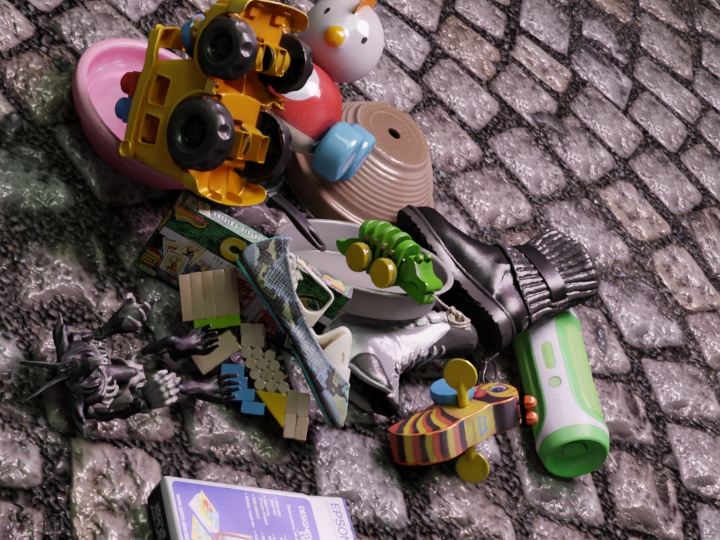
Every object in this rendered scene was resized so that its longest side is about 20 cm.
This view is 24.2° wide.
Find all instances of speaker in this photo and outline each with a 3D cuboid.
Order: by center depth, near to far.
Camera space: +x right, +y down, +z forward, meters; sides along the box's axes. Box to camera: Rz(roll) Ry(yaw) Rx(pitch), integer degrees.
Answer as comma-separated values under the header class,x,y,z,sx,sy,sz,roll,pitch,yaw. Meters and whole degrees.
class,x,y,z,sx,sy,sz,roll,pitch,yaw
speaker,0.223,0.130,1.887,0.088,0.089,0.201,19,42,-28

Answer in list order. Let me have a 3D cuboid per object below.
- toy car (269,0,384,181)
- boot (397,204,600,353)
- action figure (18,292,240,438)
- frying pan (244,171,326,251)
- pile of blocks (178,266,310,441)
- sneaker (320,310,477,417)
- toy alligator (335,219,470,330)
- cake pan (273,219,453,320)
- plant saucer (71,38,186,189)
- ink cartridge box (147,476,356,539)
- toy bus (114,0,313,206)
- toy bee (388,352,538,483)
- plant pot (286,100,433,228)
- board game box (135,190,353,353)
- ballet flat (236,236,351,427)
class,x,y,z,sx,sy,sz,roll,pitch,yaw
toy car,-0.038,-0.230,1.812,0.184,0.201,0.177,36,8,5
boot,0.154,-0.017,1.900,0.157,0.080,0.212,-32,71,-24
action figure,-0.206,0.083,1.527,0.199,0.102,0.120,-1,64,-45
frying pan,-0.102,-0.102,1.790,0.190,0.031,0.115,41,33,-11
pile of blocks,-0.116,0.089,1.652,0.201,0.082,0.062,59,-5,7
sneaker,0.042,0.105,1.768,0.198,0.075,0.116,5,53,-26
toy alligator,0.048,-0.006,1.703,0.059,0.055,0.199,-5,28,-43
cake pan,0.000,0.000,1.789,0.198,0.037,0.201,13,20,-5
plant saucer,-0.224,-0.160,1.804,0.199,0.051,0.202,25,40,-22
ink cartridge box,-0.081,0.284,1.484,0.198,0.047,0.199,14,42,-35
toy bus,-0.163,-0.185,1.675,0.191,0.202,0.135,21,8,31
toy bee,0.123,0.142,1.744,0.201,0.108,0.132,-53,132,-34
plant pot,0.015,-0.130,1.958,0.199,0.093,0.202,24,40,-22
board game box,-0.117,0.006,1.684,0.199,0.105,0.024,29,36,-15
ballet flat,-0.047,0.056,1.633,0.201,0.074,0.074,61,34,-12
